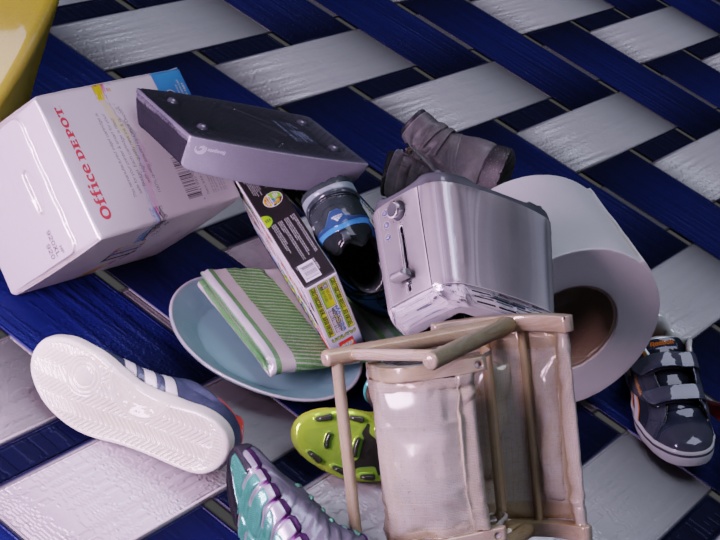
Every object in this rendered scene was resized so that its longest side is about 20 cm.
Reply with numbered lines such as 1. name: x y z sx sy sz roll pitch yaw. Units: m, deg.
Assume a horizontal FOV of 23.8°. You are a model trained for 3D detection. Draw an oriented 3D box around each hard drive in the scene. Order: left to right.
1. hard drive: -0.105 -0.121 1.612 0.199 0.043 0.135 6 22 -37

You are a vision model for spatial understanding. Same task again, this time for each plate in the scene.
1. plate: -0.094 0.071 1.663 0.199 0.026 0.201 18 30 -11

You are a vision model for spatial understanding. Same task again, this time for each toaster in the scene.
1. toaster: 0.104 0.001 1.583 0.199 0.113 0.130 18 59 -38

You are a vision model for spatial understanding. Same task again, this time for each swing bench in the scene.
1. swing bench: 0.087 0.149 1.450 0.129 0.201 0.199 -1 7 43

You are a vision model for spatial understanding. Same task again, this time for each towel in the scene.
1. towel: -0.047 0.046 1.691 0.199 0.024 0.153 -3 39 -42

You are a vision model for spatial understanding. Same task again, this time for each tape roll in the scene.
1. tape roll: 0.191 0.021 1.767 0.201 0.204 0.139 7 31 -26

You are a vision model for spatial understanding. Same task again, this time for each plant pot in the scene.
1. plant pot: -0.427 -0.183 1.693 0.198 0.201 0.177 16 41 -13

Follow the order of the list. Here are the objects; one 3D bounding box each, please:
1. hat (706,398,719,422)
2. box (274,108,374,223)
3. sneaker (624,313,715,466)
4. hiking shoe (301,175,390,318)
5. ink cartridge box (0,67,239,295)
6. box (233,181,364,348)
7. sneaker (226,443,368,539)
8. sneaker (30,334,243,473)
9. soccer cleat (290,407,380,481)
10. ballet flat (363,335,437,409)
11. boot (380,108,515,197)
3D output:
1. hat: 0.445 0.133 1.767 0.198 0.166 0.177 -17 54 1
2. box: -0.032 -0.073 1.819 0.200 0.035 0.110 46 13 -34
3. sneaker: 0.323 0.121 1.807 0.078 0.080 0.200 -4 32 -8
4. hiking shoe: 0.000 0.000 1.644 0.200 0.074 0.087 54 13 -49
5. ink cartridge box: -0.252 -0.086 1.639 0.199 0.144 0.148 -19 82 -51
6. box: -0.064 -0.018 1.650 0.035 0.110 0.200 -28 48 -6
7. sneaker: -0.039 0.221 1.396 0.087 0.075 0.201 -12 53 -30
8. sneaker: -0.191 0.114 1.486 0.199 0.075 0.084 28 14 11
9. soccer cleat: 0.024 0.159 1.582 0.199 0.065 0.084 5 3 -22
10. ballet flat: 0.077 0.061 1.666 0.068 0.201 0.068 18 -19 32
11. boot: 0.078 -0.064 1.868 0.131 0.201 0.070 22 -2 17
